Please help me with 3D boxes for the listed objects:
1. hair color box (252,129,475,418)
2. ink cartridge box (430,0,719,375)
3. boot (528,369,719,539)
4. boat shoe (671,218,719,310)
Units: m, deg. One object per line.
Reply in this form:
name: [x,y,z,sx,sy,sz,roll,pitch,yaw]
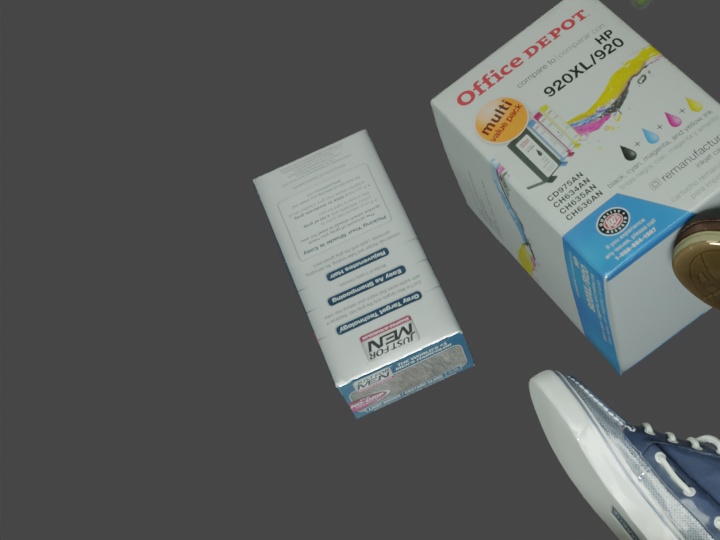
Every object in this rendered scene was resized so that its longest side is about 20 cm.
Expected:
hair color box: [0.000,0.000,1.100,0.100,0.061,0.200,-24,57,1]
ink cartridge box: [0.172,-0.065,1.041,0.147,0.145,0.200,-36,57,-6]
boot: [0.199,0.133,0.971,0.090,0.073,0.200,-29,64,-12]
boat shoe: [0.285,-0.013,0.974,0.199,0.072,0.072,9,58,-26]
